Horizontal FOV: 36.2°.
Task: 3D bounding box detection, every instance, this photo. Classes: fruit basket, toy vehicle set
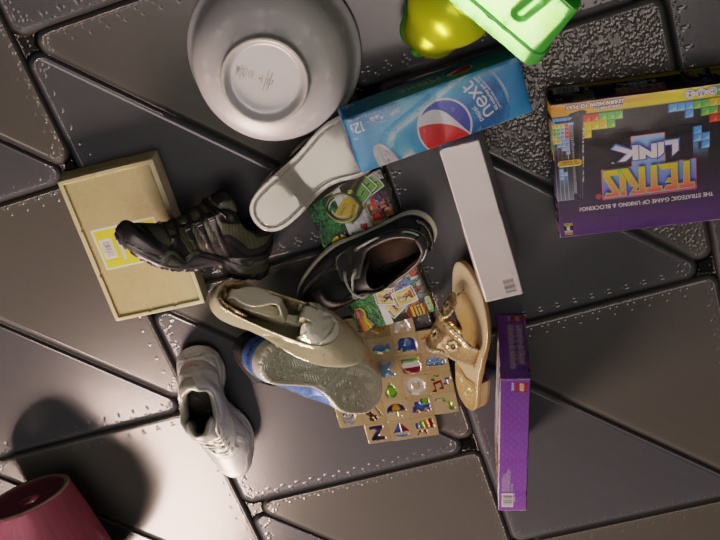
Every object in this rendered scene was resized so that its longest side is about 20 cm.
[{"bbox_3d":[0.121,-0.304,1.124,0.213,0.157,0.216,26,160,10],"label":"fruit basket"},{"bbox_3d":[-0.274,-0.039,1.345,0.122,0.027,0.203,-11,119,9],"label":"toy vehicle set"}]

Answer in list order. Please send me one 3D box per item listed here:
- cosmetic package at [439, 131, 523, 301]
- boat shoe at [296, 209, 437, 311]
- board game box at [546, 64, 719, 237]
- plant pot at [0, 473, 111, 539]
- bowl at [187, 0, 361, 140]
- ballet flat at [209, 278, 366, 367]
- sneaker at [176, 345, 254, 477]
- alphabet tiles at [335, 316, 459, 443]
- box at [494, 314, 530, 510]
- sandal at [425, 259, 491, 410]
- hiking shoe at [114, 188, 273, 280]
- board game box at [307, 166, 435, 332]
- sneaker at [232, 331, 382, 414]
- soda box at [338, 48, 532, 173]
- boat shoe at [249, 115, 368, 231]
[{"bbox_3d":[0.138,-0.072,1.269,0.050,0.083,0.202,-13,118,14],"label":"cosmetic package"},{"bbox_3d":[0.000,0.000,1.299,0.198,0.068,0.072,-31,113,24],"label":"boat shoe"},{"bbox_3d":[0.313,-0.131,1.237,0.196,0.057,0.168,-7,118,8],"label":"board game box"},{"bbox_3d":[-0.430,0.391,1.523,0.197,0.200,0.182,-15,103,12],"label":"plant pot"},{"bbox_3d":[-0.098,-0.221,1.193,0.197,0.091,0.204,1,120,2],"label":"bowl"},{"bbox_3d":[-0.084,0.057,1.292,0.197,0.070,0.070,18,120,0],"label":"ballet flat"},{"bbox_3d":[-0.198,0.204,1.438,0.077,0.100,0.202,-15,118,12],"label":"sneaker"},{"bbox_3d":[0.037,0.141,1.441,0.163,0.006,0.203,-9,119,10],"label":"alphabet tiles"},{"bbox_3d":[0.189,0.176,1.376,0.038,0.138,0.203,-1,121,5],"label":"box"},{"bbox_3d":[0.114,0.095,1.358,0.069,0.078,0.214,-22,126,-20],"label":"sandal"},{"bbox_3d":[-0.190,-0.052,1.294,0.197,0.076,0.102,8,105,-33],"label":"hiking shoe"},{"bbox_3d":[0.012,-0.024,1.335,0.103,0.024,0.202,-16,116,15],"label":"board game box"},{"bbox_3d":[-0.071,0.123,1.401,0.198,0.111,0.078,18,90,-34],"label":"sneaker"},{"bbox_3d":[0.079,-0.174,1.194,0.197,0.068,0.065,-20,110,0],"label":"soda box"},{"bbox_3d":[-0.044,-0.120,1.263,0.199,0.060,0.074,-41,103,5],"label":"boat shoe"}]
